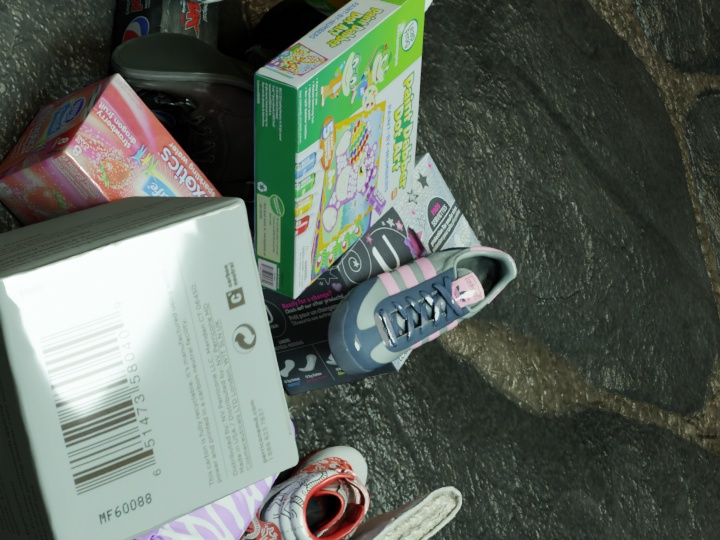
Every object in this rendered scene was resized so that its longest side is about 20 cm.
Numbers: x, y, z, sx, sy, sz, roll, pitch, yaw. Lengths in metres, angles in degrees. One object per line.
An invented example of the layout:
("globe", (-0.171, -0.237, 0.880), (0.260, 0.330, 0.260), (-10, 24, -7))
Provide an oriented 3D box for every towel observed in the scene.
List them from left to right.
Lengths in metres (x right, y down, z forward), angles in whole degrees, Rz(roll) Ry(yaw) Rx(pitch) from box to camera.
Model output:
("towel", (-0.018, 0.242, 1.401), (0.200, 0.132, 0.035), (-33, 90, -37))

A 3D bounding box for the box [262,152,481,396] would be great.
("box", (0.000, 0.000, 1.554), (0.115, 0.132, 0.200), (58, 40, -19))

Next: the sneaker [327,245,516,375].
("sneaker", (0.053, 0.024, 1.439), (0.200, 0.082, 0.070), (-35, 106, -47))

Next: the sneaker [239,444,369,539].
("sneaker", (-0.024, 0.193, 1.466), (0.201, 0.108, 0.067), (-22, 93, -53))

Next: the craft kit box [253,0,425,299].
("craft kit box", (-0.016, -0.110, 1.406), (0.198, 0.048, 0.200), (-48, 149, -45))

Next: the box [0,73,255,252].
("box", (-0.181, -0.041, 1.374), (0.200, 0.095, 0.103), (51, 43, -25))

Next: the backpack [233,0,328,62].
("backpack", (-0.041, -0.182, 1.576), (0.154, 0.163, 0.200), (51, 34, -38))

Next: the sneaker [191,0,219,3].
("sneaker", (-0.144, -0.322, 1.454), (0.080, 0.076, 0.200), (-16, 87, -44))

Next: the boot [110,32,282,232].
("boot", (-0.128, -0.098, 1.427), (0.200, 0.174, 0.069), (5, 32, -31))

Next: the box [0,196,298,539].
("box", (-0.181, 0.066, 1.203), (0.200, 0.171, 0.199), (-20, 104, -35))

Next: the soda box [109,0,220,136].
("soda box", (-0.165, -0.217, 1.492), (0.071, 0.063, 0.200), (28, 55, -43))

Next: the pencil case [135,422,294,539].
("pencil case", (-0.121, 0.172, 1.370), (0.200, 0.084, 0.086), (-59, 157, -46))

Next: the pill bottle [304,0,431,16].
("pill bottle", (-0.027, -0.278, 1.444), (0.200, 0.111, 0.111), (31, 53, -42))
